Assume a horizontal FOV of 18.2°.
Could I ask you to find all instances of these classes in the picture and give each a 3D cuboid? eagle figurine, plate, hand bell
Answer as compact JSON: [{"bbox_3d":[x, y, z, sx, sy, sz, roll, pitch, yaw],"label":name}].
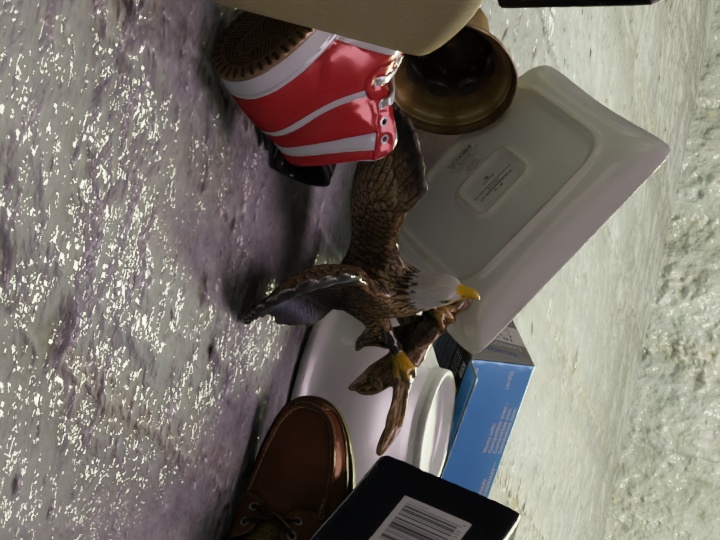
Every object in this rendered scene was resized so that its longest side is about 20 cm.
[{"bbox_3d":[0.007,-0.001,1.470,0.200,0.150,0.152,52,21,-47],"label":"eagle figurine"},{"bbox_3d":[0.103,-0.056,1.621,0.200,0.200,0.032,-47,122,1],"label":"plate"},{"bbox_3d":[0.073,-0.206,1.701,0.201,0.103,0.105,-81,171,-47],"label":"hand bell"}]

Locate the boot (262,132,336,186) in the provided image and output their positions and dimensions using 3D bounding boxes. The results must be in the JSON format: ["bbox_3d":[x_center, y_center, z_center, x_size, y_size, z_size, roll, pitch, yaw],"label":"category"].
[{"bbox_3d":[-0.022,-0.146,1.385,0.132,0.069,0.200,-64,154,-26],"label":"boot"}]

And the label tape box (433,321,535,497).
[{"bbox_3d":[0.083,0.121,1.782,0.200,0.063,0.145,-107,-146,-71],"label":"label tape box"}]

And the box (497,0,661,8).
[{"bbox_3d":[0.150,-0.274,1.638,0.043,0.200,0.161,-23,105,-26],"label":"box"}]

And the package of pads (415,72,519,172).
[{"bbox_3d":[0.074,-0.075,1.773,0.120,0.075,0.201,41,61,-73],"label":"package of pads"}]

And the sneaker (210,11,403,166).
[{"bbox_3d":[0.016,-0.142,1.313,0.199,0.071,0.113,-35,135,-3],"label":"sneaker"}]

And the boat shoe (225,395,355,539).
[{"bbox_3d":[-0.052,0.178,1.472,0.068,0.071,0.201,42,59,-74],"label":"boat shoe"}]

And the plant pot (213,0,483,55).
[{"bbox_3d":[-0.005,-0.224,1.176,0.177,0.199,0.201,97,8,-67],"label":"plant pot"}]

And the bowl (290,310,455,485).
[{"bbox_3d":[0.015,0.111,1.647,0.201,0.090,0.203,10,90,-76],"label":"bowl"}]

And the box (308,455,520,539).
[{"bbox_3d":[0.011,0.250,1.468,0.148,0.106,0.201,-42,151,-61],"label":"box"}]
